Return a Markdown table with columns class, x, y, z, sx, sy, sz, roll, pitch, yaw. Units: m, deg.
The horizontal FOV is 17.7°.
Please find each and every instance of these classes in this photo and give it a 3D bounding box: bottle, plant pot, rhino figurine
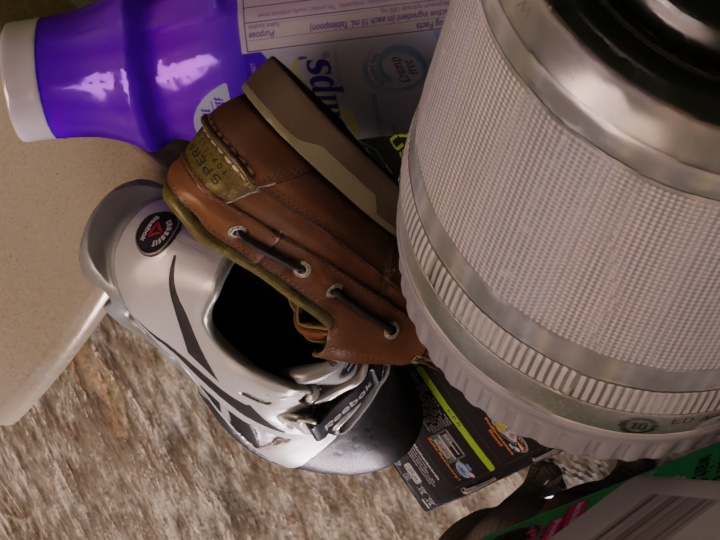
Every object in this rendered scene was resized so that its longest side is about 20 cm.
| class | x | y | z | sx | sy | sz | roll | pitch | yaw |
| --- | --- | --- | --- | --- | --- | --- | --- | --- | --- |
| bottle | -0.035 | -0.084 | 0.881 | 0.084 | 0.199 | 0.065 | 77 | -172 | -60 |
| plant pot | -0.148 | -0.089 | 1.020 | 0.200 | 0.200 | 0.177 | 40 | 138 | -16 |
| rhino figurine | 0.096 | 0.120 | 0.995 | 0.060 | 0.087 | 0.200 | 58 | 151 | -5 |

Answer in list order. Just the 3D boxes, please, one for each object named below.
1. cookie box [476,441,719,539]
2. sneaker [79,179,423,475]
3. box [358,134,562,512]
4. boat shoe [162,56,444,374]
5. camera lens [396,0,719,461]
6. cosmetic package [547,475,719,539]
| class | x | y | z | sx | sy | sz | roll | pitch | yaw |
| --- | --- | --- | --- | --- | --- | --- | --- | --- | --- |
| cookie box | 0.134 | 0.161 | 0.886 | 0.200 | 0.075 | 0.171 | -25 | 100 | 20 |
| sneaker | -0.025 | 0.039 | 0.952 | 0.088 | 0.074 | 0.200 | 19 | 167 | 45 |
| box | 0.027 | -0.002 | 1.020 | 0.200 | 0.047 | 0.193 | 56 | 149 | 2 |
| boat shoe | 0.000 | 0.000 | 0.876 | 0.200 | 0.068 | 0.072 | 44 | -175 | -38 |
| camera lens | 0.100 | -0.049 | 0.740 | 0.160 | 0.160 | 0.200 | 45 | 150 | 18 |
| cosmetic package | 0.139 | 0.172 | 0.784 | 0.200 | 0.071 | 0.101 | 60 | 158 | -9 |
